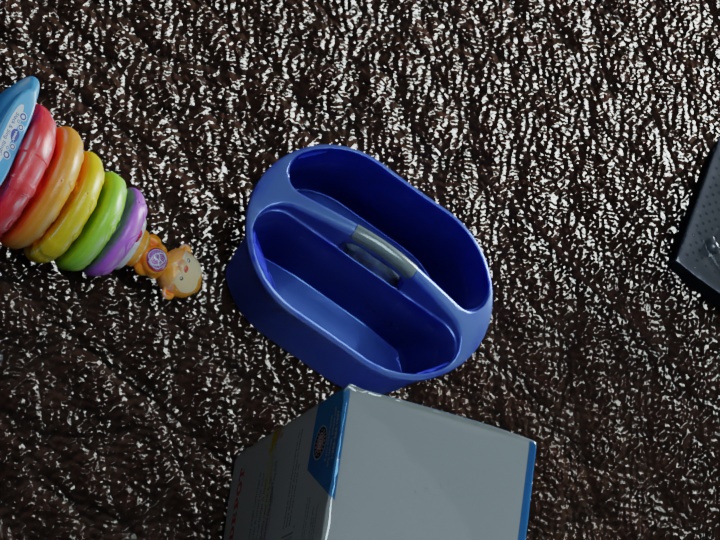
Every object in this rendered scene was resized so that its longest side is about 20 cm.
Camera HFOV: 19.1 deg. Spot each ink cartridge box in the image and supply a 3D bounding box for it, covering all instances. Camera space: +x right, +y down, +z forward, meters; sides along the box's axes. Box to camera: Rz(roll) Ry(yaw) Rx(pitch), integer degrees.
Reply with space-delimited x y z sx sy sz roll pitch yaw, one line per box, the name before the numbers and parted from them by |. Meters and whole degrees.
ink cartridge box | 0.004 0.186 1.444 0.144 0.200 0.148 17 67 -20

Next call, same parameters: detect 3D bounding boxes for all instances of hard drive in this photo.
hard drive | 0.346 -0.006 1.743 0.199 0.042 0.135 29 64 -13

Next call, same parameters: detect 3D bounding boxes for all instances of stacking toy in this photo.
stacking toy | -0.193 -0.035 1.500 0.200 0.110 0.116 32 60 -23

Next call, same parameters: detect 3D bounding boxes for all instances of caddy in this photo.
caddy | 0.000 0.000 1.556 0.200 0.105 0.142 34 62 -9
